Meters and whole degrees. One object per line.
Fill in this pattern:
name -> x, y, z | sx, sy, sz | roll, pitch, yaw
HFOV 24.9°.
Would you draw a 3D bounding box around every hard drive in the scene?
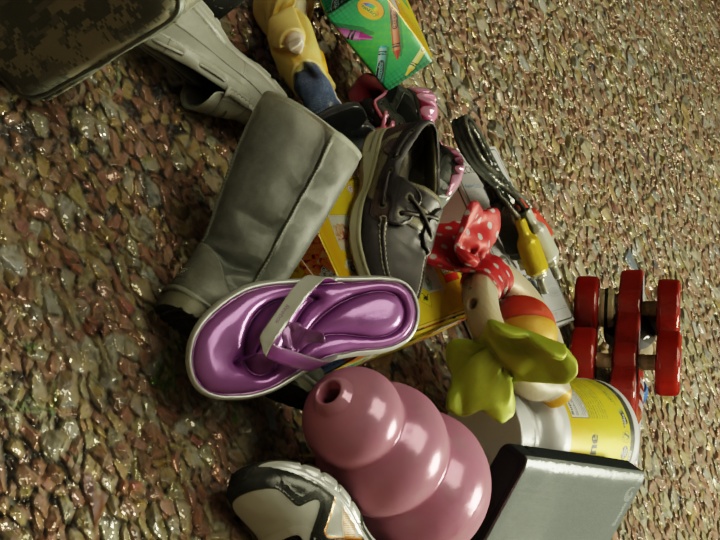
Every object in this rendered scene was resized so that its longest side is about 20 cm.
hard drive -> 0.159, 0.224, 1.426 | 0.033, 0.140, 0.199 | 35, 14, 38

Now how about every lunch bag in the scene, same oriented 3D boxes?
lunch bag -> -0.195, -0.239, 1.218 | 0.140, 0.199, 0.168 | 54, 36, -15

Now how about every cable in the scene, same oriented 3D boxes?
cable -> 0.146, -0.077, 1.564 | 0.097, 0.050, 0.201 | -72, 144, -53

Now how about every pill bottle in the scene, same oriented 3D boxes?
pill bottle -> 0.165, 0.153, 1.501 | 0.199, 0.112, 0.113 | 7, 59, -52

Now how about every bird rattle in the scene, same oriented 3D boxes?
bird rattle -> 0.119, 0.043, 1.412 | 0.163, 0.112, 0.201 | 33, 28, -44

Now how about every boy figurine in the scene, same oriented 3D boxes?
boy figurine -> -0.046, -0.192, 1.499 | 0.124, 0.064, 0.201 | 55, 12, -55

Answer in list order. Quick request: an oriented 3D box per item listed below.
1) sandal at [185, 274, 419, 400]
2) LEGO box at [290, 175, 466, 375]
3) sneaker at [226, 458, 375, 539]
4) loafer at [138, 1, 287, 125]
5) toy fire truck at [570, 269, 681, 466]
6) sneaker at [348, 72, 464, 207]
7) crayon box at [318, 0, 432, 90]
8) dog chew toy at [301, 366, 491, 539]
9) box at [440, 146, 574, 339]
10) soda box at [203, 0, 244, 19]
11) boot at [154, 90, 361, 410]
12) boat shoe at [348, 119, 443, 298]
sandal -> -0.038, 0.040, 1.218 | 0.202, 0.050, 0.083 | -17, 92, -30
LEGO box -> 0.000, 0.000, 1.417 | 0.200, 0.077, 0.150 | -14, 78, -58
sneaker -> -0.025, 0.218, 1.214 | 0.200, 0.073, 0.080 | 45, 37, -24
loafer -> -0.125, -0.161, 1.390 | 0.200, 0.070, 0.070 | 45, 71, -32
toy fire truck -> 0.280, 0.105, 1.712 | 0.201, 0.111, 0.169 | -76, 164, -50
sneaker -> 0.035, -0.124, 1.558 | 0.095, 0.079, 0.201 | 28, 24, -30
crayon box -> -0.004, -0.284, 1.591 | 0.119, 0.058, 0.201 | 46, 17, -43
dog chew toy -> 0.021, 0.144, 1.265 | 0.200, 0.124, 0.125 | 50, 30, -44
box -> 0.128, -0.022, 1.635 | 0.116, 0.060, 0.201 | -9, 73, -57
soda box -> -0.097, -0.287, 1.388 | 0.071, 0.199, 0.064 | 17, 50, -48
boot -> -0.054, -0.013, 1.285 | 0.182, 0.072, 0.201 | 42, 60, -29
boat shoe -> 0.037, -0.052, 1.374 | 0.072, 0.065, 0.201 | 40, 38, -33
